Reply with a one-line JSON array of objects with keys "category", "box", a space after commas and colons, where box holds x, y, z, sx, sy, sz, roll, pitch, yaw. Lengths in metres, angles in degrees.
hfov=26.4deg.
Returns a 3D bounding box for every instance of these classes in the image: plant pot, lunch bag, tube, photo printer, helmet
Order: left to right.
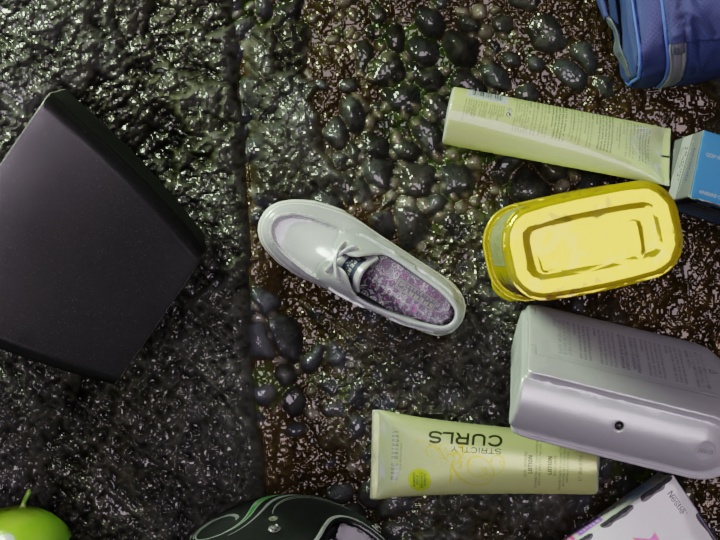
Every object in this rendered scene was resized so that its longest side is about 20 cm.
[{"category": "plant pot", "box": [-0.239, -0.017, 1.290, 0.177, 0.200, 0.201, 36, 92, -10]}, {"category": "helmet", "box": [-0.060, 0.279, 1.285, 0.199, 0.190, 0.202, 3, 95, 37]}, {"category": "tube", "box": [0.108, 0.166, 1.342, 0.198, 0.052, 0.058, 3, 48, 6]}, {"category": "tube", "box": [0.172, -0.116, 1.336, 0.198, 0.052, 0.059, 10, 86, 2]}, {"category": "photo printer", "box": [0.225, 0.102, 1.287, 0.198, 0.167, 0.070, 13, 111, 0]}, {"category": "lunch bag", "box": [0.260, -0.256, 1.290, 0.131, 0.136, 0.202, -9, 91, 1]}]

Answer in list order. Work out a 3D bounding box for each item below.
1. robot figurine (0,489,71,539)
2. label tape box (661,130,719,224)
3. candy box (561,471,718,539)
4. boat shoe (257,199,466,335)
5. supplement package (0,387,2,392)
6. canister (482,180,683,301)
[{"category": "robot figurine", "box": [-0.286, 0.295, 1.327, 0.174, 0.116, 0.201, -20, 90, 4]}, {"category": "label tape box", "box": [0.334, -0.065, 1.260, 0.143, 0.200, 0.064, 16, 92, 1]}, {"category": "candy box", "box": [0.231, 0.299, 1.323, 0.199, 0.072, 0.168, -35, 84, -2]}, {"category": "boat shoe", "box": [0.000, 0.000, 1.336, 0.199, 0.069, 0.072, 34, 92, 1]}, {"category": "supplement package", "box": [-0.446, 0.105, 1.331, 0.200, 0.111, 0.156, 39, 92, 1]}, {"category": "canister", "box": [0.179, -0.023, 1.265, 0.147, 0.200, 0.087, -12, 90, 2]}]
